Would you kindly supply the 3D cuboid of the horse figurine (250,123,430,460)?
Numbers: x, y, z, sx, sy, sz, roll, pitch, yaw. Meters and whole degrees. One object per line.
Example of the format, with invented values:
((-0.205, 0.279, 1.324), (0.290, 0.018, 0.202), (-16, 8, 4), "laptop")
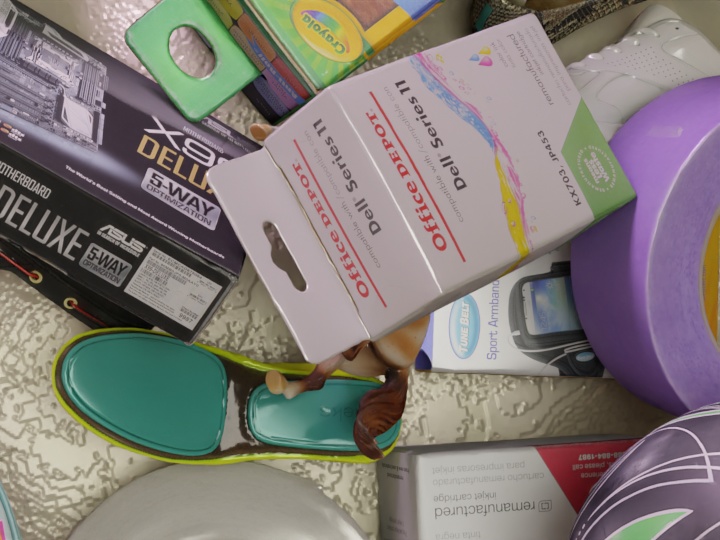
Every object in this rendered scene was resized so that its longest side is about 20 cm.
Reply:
((0.000, 0.000, 0.907), (0.132, 0.050, 0.201), (3, 79, -54), "horse figurine")

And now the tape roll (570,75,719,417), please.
((0.223, -0.006, 0.946), (0.200, 0.085, 0.201), (-4, 101, -22), "tape roll")

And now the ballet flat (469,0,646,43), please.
((0.154, -0.188, 0.992), (0.200, 0.075, 0.068), (-30, 76, -14), "ballet flat")

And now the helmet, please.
((0.195, 0.158, 0.842), (0.200, 0.200, 0.191), (-13, 92, -15), "helmet")

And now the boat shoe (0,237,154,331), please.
((-0.187, -0.028, 0.898), (0.201, 0.074, 0.063), (31, 109, -13), "boat shoe")

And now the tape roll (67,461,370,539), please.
((-0.076, 0.202, 0.916), (0.202, 0.037, 0.203), (2, 75, -9), "tape roll")

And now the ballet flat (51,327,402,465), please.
((-0.075, 0.075, 0.926), (0.200, 0.067, 0.067), (10, 79, -22), "ballet flat")

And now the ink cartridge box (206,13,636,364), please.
((0.034, -0.044, 0.854), (0.200, 0.067, 0.117), (-26, 85, -41), "ink cartridge box")

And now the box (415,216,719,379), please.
((0.111, 0.003, 0.995), (0.199, 0.041, 0.119), (3, 87, -12), "box")

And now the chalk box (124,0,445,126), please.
((-0.031, -0.164, 0.921), (0.200, 0.124, 0.125), (-40, 97, -13), "chalk box")

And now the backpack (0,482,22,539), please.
((-0.260, 0.159, 0.838), (0.200, 0.153, 0.176), (-12, 85, -21), "backpack")

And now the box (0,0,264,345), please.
((-0.148, -0.062, 0.871), (0.200, 0.158, 0.050), (31, 115, -11), "box")

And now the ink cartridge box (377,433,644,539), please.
((0.091, 0.196, 0.957), (0.145, 0.083, 0.201), (-2, 87, -15), "ink cartridge box")

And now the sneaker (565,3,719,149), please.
((0.153, -0.107, 1.000), (0.200, 0.078, 0.100), (2, 80, -23), "sneaker")
